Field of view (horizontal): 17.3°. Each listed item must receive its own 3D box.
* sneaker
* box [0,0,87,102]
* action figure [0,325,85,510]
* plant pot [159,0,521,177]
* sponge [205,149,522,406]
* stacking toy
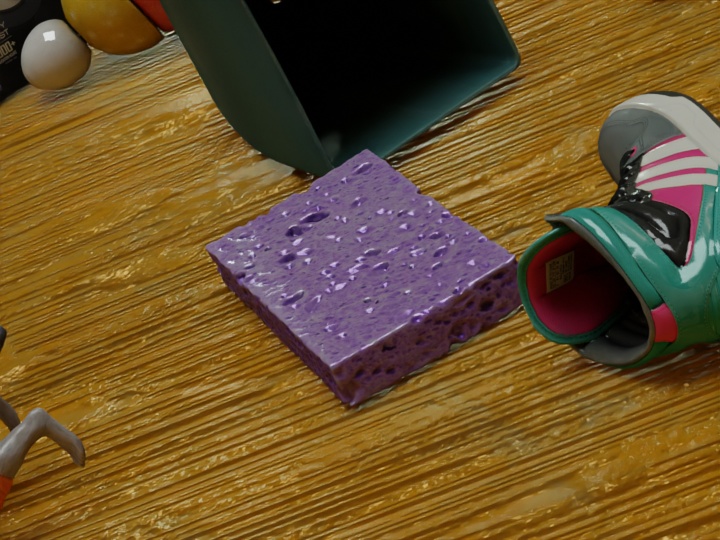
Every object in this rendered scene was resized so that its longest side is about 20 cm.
[{"bbox_3d":[0.126,-0.016,1.126,0.121,0.084,0.200,-20,27,-10],"label":"sneaker"},{"bbox_3d":[-0.275,-0.226,1.752,0.200,0.164,0.086,-37,28,-24],"label":"box"},{"bbox_3d":[-0.259,0.106,1.209,0.193,0.105,0.200,-25,27,-22],"label":"action figure"},{"bbox_3d":[-0.032,-0.155,1.449,0.141,0.141,0.200,-35,21,-18],"label":"plant pot"},{"bbox_3d":[0.000,0.000,1.254,0.112,0.030,0.200,-31,27,-10],"label":"sponge"},{"bbox_3d":[-0.162,-0.202,1.691,0.200,0.146,0.146,-46,28,0],"label":"stacking toy"}]
